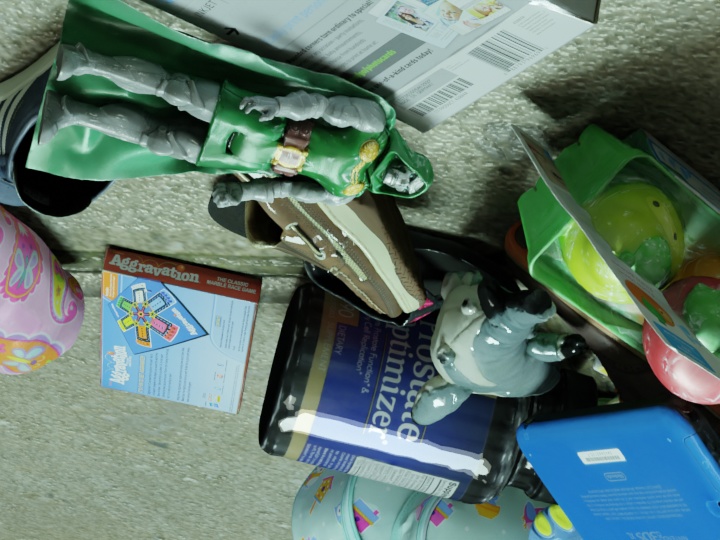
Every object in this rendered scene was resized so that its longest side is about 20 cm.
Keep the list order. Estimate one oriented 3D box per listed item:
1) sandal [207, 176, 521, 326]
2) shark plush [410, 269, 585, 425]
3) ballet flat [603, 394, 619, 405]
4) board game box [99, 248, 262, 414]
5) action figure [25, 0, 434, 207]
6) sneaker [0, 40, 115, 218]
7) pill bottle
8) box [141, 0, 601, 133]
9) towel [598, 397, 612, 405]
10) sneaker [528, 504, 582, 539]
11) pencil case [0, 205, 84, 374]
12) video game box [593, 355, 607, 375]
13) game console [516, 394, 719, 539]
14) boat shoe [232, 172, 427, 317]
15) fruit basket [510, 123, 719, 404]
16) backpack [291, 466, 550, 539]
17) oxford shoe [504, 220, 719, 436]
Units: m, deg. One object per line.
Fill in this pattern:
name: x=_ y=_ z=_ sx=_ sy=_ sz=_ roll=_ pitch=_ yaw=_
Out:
sandal: x=0.000 y=0.000 z=1.374 sx=0.199 sy=0.045 sz=0.075 roll=19 pitch=152 yaw=-14
shark plush: x=0.087 y=0.028 z=1.279 sx=0.083 sy=0.091 sz=0.200 roll=15 pitch=155 yaw=-1
ballet flat: x=0.227 y=0.105 z=1.369 sx=0.199 sy=0.070 sz=0.069 roll=-5 pitch=150 yaw=32
board game box: x=-0.124 y=0.044 z=1.550 sx=0.103 sy=0.020 sz=0.200 roll=11 pitch=155 yaw=-2
action figure: x=-0.057 y=-0.070 z=1.145 sx=0.199 sy=0.055 sz=0.118 roll=12 pitch=131 yaw=-13
sneaker: x=-0.177 y=-0.061 z=1.277 sx=0.075 sy=0.085 sz=0.200 roll=20 pitch=154 yaw=-19
pill bottle: x=0.043 y=0.084 z=1.454 sx=0.199 sy=0.112 sz=0.112 roll=14 pitch=155 yaw=-6
box: x=-0.009 y=-0.143 z=1.087 sx=0.199 sy=0.041 sz=0.156 roll=22 pitch=153 yaw=-23
towel: x=0.228 y=0.132 z=1.578 sx=0.199 sy=0.023 sz=0.153 roll=9 pitch=154 yaw=7
sneaker: x=0.205 y=0.151 z=1.476 sx=0.199 sy=0.071 sz=0.083 roll=-19 pitch=173 yaw=26
pencil case: x=-0.250 y=-0.012 z=1.420 sx=0.087 sy=0.088 sz=0.200 roll=-2 pitch=151 yaw=27
video game box: x=0.273 y=0.058 z=1.379 sx=0.182 sy=0.047 sz=0.200 roll=27 pitch=151 yaw=-33
game console: x=0.208 y=0.119 z=1.278 sx=0.171 sy=0.118 sz=0.200 roll=55 pitch=158 yaw=-7
boat shoe: x=-0.029 y=-0.038 z=1.263 sx=0.075 sy=0.075 sz=0.202 roll=-23 pitch=135 yaw=10
fruit basket: x=0.173 y=0.014 z=1.179 sx=0.185 sy=0.094 sz=0.200 roll=33 pitch=-169 yaw=-37
backpack: x=0.059 y=0.191 z=1.572 sx=0.200 sy=0.176 sz=0.153 roll=56 pitch=148 yaw=1
oxford shoe: x=0.156 y=0.049 z=1.310 sx=0.200 sy=0.071 sz=0.073 roll=39 pitch=130 yaw=6
